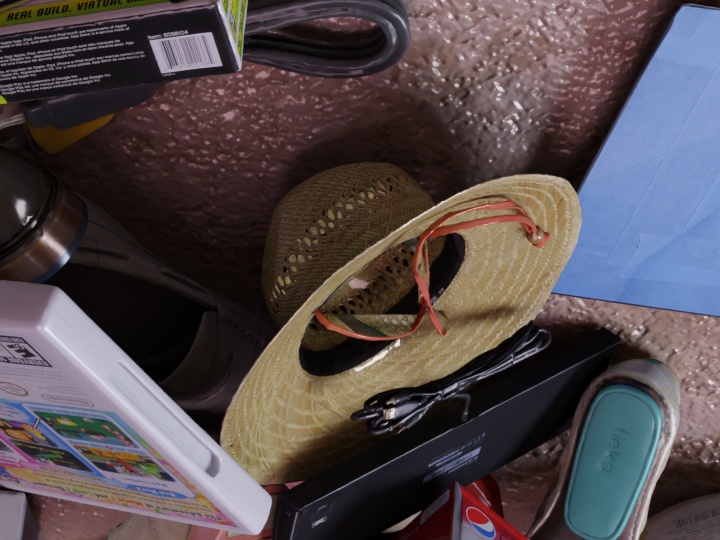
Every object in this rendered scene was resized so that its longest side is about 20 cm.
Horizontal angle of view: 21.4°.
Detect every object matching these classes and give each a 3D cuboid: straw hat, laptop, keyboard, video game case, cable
[{"bbox_3d":[0.000,0.000,0.865,0.200,0.085,0.201,-30,154,-16],"label":"straw hat"},{"bbox_3d":[0.205,0.000,0.841,0.115,0.200,0.188,-23,152,-35],"label":"laptop"},{"bbox_3d":[0.044,0.074,0.919,0.199,0.021,0.127,-25,151,-27],"label":"keyboard"},{"bbox_3d":[-0.161,0.053,0.832,0.199,0.024,0.182,5,151,33],"label":"video game case"},{"bbox_3d":[-0.082,-0.105,0.809,0.199,0.050,0.098,-17,131,3],"label":"cable"}]

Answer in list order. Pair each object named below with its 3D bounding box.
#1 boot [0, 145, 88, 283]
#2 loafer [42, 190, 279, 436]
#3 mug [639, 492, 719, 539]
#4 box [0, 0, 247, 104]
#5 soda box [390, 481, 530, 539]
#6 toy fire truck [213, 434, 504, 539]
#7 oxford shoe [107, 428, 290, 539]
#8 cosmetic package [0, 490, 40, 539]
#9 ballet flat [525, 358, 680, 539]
[{"bbox_3d":[-0.223,-0.029,0.853,0.199,0.075,0.097,-14,137,33],"label":"boot"},{"bbox_3d":[-0.086,0.038,0.906,0.199,0.070,0.070,34,106,-21],"label":"loafer"},{"bbox_3d":[0.193,0.214,1.025,0.149,0.186,0.154,-3,111,52],"label":"mug"},{"bbox_3d":[-0.142,-0.112,0.741,0.198,0.111,0.035,-7,137,10],"label":"box"},{"bbox_3d":[0.005,0.200,0.944,0.070,0.064,0.200,39,114,-15],"label":"soda box"},{"bbox_3d":[-0.026,0.127,1.007,0.198,0.112,0.169,-6,118,8],"label":"toy fire truck"},{"bbox_3d":[-0.094,0.161,0.949,0.071,0.074,0.201,-13,135,-49],"label":"oxford shoe"},{"bbox_3d":[-0.215,0.147,1.005,0.082,0.051,0.200,6,166,-5],"label":"cosmetic package"},{"bbox_3d":[0.119,0.136,0.983,0.067,0.062,0.201,27,109,13],"label":"ballet flat"}]
